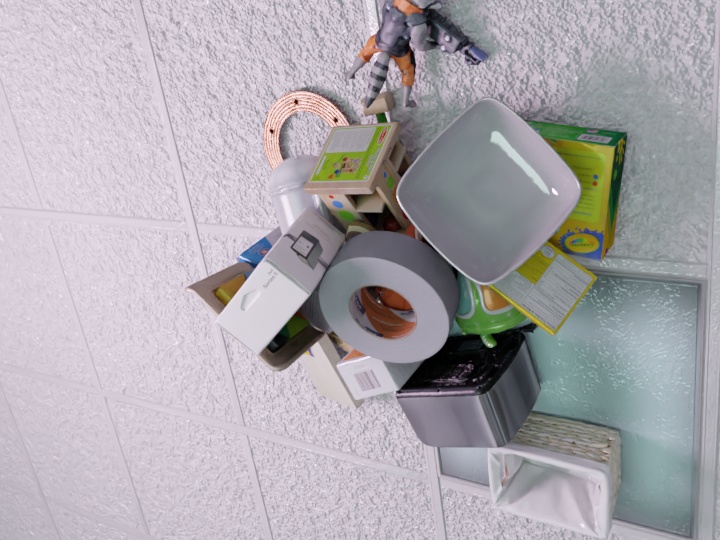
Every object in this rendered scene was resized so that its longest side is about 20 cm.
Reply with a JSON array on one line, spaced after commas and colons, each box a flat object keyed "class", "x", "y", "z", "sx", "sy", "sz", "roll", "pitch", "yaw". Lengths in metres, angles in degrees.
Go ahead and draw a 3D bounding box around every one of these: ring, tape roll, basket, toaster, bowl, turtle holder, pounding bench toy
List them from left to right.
[{"class": "ring", "x": -0.084, "y": -0.211, "z": 1.323, "sx": 0.199, "sy": 0.019, "sz": 0.202, "roll": 16, "pitch": 123, "yaw": 26}, {"class": "pounding bench toy", "x": 0.033, "y": -0.158, "z": 1.212, "sx": 0.123, "sy": 0.201, "sz": 0.156, "roll": 3, "pitch": 148, "yaw": 35}, {"class": "tape roll", "x": 0.042, "y": 0.041, "z": 1.121, "sx": 0.198, "sy": 0.066, "sz": 0.202, "roll": 14, "pitch": 133, "yaw": 15}, {"class": "toaster", "x": 0.187, "y": 0.187, "z": 1.250, "sx": 0.199, "sy": 0.181, "sz": 0.120, "roll": -10, "pitch": 112, "yaw": 38}, {"class": "turtle holder", "x": 0.195, "y": 0.015, "z": 1.183, "sx": 0.140, "sy": 0.186, "sz": 0.132, "roll": -23, "pitch": 112, "yaw": 15}, {"class": "bowl", "x": 0.173, "y": -0.103, "z": 1.037, "sx": 0.200, "sy": 0.075, "sz": 0.200, "roll": -45, "pitch": 82, "yaw": 12}, {"class": "basket", "x": 0.325, "y": 0.328, "z": 1.266, "sx": 0.198, "sy": 0.123, "sz": 0.137, "roll": 8, "pitch": 119, "yaw": 32}]

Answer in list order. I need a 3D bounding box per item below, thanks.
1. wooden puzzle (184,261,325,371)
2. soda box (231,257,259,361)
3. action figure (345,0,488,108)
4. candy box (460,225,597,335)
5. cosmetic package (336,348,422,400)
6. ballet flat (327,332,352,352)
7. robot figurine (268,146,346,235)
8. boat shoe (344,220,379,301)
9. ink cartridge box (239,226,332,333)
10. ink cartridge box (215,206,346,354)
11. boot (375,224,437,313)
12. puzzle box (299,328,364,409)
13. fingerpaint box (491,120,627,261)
[{"class": "wooden puzzle", "x": -0.159, "y": 0.063, "z": 1.227, "sx": 0.200, "sy": 0.185, "sz": 0.037, "roll": 40, "pitch": 112, "yaw": 6}, {"class": "soda box", "x": -0.191, "y": 0.069, "z": 1.461, "sx": 0.068, "sy": 0.063, "sz": 0.201, "roll": -57, "pitch": 48, "yaw": 40}, {"class": "action figure", "x": 0.074, "y": -0.321, "z": 1.102, "sx": 0.199, "sy": 0.105, "sz": 0.194, "roll": 35, "pitch": 136, "yaw": 14}, {"class": "candy box", "x": 0.221, "y": -0.009, "z": 1.083, "sx": 0.199, "sy": 0.026, "sz": 0.103, "roll": 38, "pitch": 90, "yaw": 12}, {"class": "cosmetic package", "x": 0.060, "y": 0.126, "z": 1.286, "sx": 0.101, "sy": 0.200, "sz": 0.072, "roll": -21, "pitch": 102, "yaw": 40}, {"class": "ballet flat", "x": -0.033, "y": 0.103, "z": 1.419, "sx": 0.199, "sy": 0.071, "sz": 0.065, "roll": 20, "pitch": 153, "yaw": 23}, {"class": "robot figurine", "x": -0.086, "y": -0.106, "z": 1.285, "sx": 0.169, "sy": 0.112, "sz": 0.202, "roll": -2, "pitch": 105, "yaw": 65}, {"class": "boat shoe", "x": 0.000, "y": 0.000, "z": 1.228, "sx": 0.073, "sy": 0.065, "sz": 0.201, "roll": 18, "pitch": 152, "yaw": 22}, {"class": "ink cartridge box", "x": -0.095, "y": 0.009, "z": 1.365, "sx": 0.199, "sy": 0.145, "sz": 0.084, "roll": 23, "pitch": 127, "yaw": 22}, {"class": "ink cartridge box", "x": -0.115, "y": 0.012, "z": 1.154, "sx": 0.084, "sy": 0.200, "sz": 0.146, "roll": 38, "pitch": 119, "yaw": -5}, {"class": "boot", "x": 0.069, "y": 0.013, "z": 1.177, "sx": 0.106, "sy": 0.075, "sz": 0.202, "roll": 7, "pitch": 122, "yaw": 20}, {"class": "puzzle box", "x": -0.078, "y": 0.170, "z": 1.470, "sx": 0.133, "sy": 0.025, "sz": 0.201, "roll": 10, "pitch": 133, "yaw": 54}, {"class": "fingerpaint box", "x": 0.265, "y": -0.120, "z": 1.097, "sx": 0.198, "sy": 0.073, "sz": 0.168, "roll": 13, "pitch": 120, "yaw": 29}]
